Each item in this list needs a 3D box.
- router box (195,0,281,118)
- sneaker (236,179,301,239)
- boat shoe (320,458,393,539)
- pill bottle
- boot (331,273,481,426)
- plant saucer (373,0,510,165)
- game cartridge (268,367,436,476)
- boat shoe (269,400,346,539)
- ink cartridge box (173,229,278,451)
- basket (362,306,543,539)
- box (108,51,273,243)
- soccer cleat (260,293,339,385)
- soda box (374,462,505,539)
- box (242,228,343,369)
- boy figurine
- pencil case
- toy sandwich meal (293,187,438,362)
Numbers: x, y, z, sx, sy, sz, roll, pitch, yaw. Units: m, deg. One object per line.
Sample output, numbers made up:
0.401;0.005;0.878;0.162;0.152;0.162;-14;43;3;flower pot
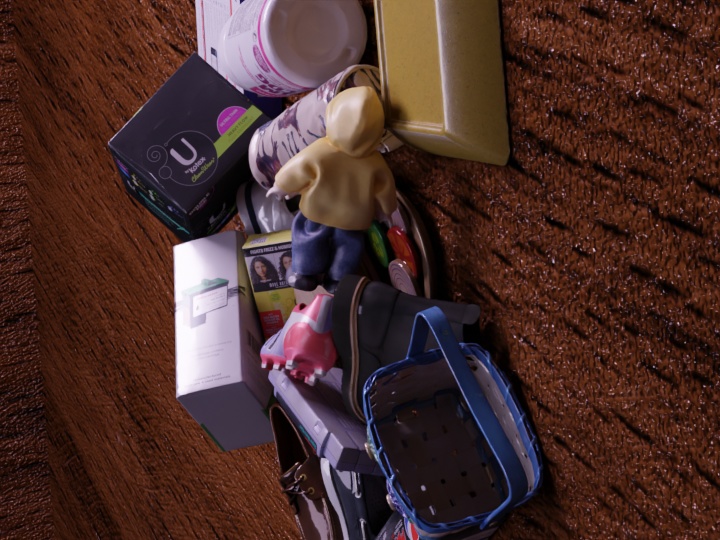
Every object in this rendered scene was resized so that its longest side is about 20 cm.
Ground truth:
-0.149;-0.296;2.016;0.179;0.049;0.201;-140;45;-60;router box
-0.071;-0.017;1.898;0.080;0.076;0.201;-18;97;26;sneaker
0.021;0.268;1.749;0.060;0.076;0.201;-10;112;45;boat shoe
-0.077;-0.240;1.756;0.200;0.113;0.114;-176;78;-70;pill bottle
0.054;0.093;1.583;0.200;0.138;0.078;73;-147;-52;boot
0.062;-0.196;1.495;0.200;0.048;0.201;-161;63;-67;plant saucer
-0.008;0.153;1.712;0.200;0.129;0.039;47;125;58;game cartridge
-0.058;0.230;1.799;0.072;0.067;0.201;-34;59;38;boat shoe
-0.146;0.078;1.883;0.146;0.084;0.201;60;-160;-54;ink cartridge box
0.082;0.144;1.449;0.200;0.138;0.177;110;139;-60;basket
-0.187;-0.130;1.920;0.124;0.149;0.200;41;169;8;box
-0.054;0.067;1.653;0.200;0.066;0.077;152;137;-79;soccer cleat
0.072;0.254;1.623;0.200;0.070;0.064;117;141;-57;soda box
-0.071;0.055;1.858;0.050;0.075;0.201;-66;-34;-67;box
-0.025;-0.078;1.569;0.064;0.124;0.201;-108;27;-69;boy figurine
-0.037;-0.134;1.687;0.200;0.078;0.090;-24;85;56;pencil case
0.000;0.000;1.667;0.205;0.070;0.206;33;130;50;toy sandwich meal
